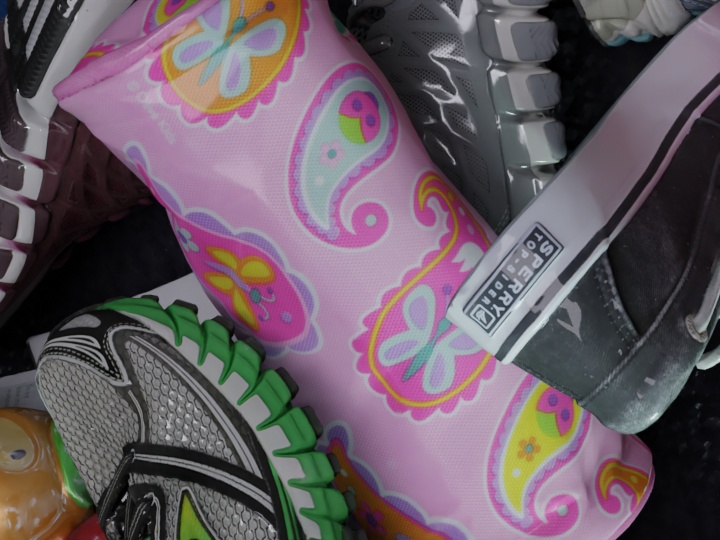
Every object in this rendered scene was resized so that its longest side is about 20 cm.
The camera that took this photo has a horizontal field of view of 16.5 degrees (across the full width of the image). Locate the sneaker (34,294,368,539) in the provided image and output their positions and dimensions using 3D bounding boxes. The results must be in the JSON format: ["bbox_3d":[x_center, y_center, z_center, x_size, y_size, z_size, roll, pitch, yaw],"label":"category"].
[{"bbox_3d":[-0.039,0.089,0.649,0.200,0.085,0.078,57,153,31],"label":"sneaker"}]

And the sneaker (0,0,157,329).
[{"bbox_3d":[-0.076,-0.027,0.820,0.200,0.115,0.076,-56,34,41],"label":"sneaker"}]

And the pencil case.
[{"bbox_3d":[0.000,0.000,0.693,0.087,0.087,0.200,-30,101,23],"label":"pencil case"}]

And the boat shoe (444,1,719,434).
[{"bbox_3d":[0.087,-0.015,0.668,0.068,0.199,0.074,40,115,3],"label":"boat shoe"}]

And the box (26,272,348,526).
[{"bbox_3d":[-0.016,0.091,0.823,0.144,0.036,0.201,-21,83,24],"label":"box"}]

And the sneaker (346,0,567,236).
[{"bbox_3d":[-0.001,-0.067,0.750,0.115,0.075,0.201,-8,92,-6],"label":"sneaker"}]

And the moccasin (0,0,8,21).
[{"bbox_3d":[-0.052,-0.154,0.811,0.200,0.080,0.068,-32,74,9],"label":"moccasin"}]

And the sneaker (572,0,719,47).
[{"bbox_3d":[0.093,-0.172,0.744,0.086,0.078,0.201,-10,95,12],"label":"sneaker"}]

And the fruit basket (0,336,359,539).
[{"bbox_3d":[-0.090,0.092,0.742,0.199,0.094,0.186,-13,46,16],"label":"fruit basket"}]
